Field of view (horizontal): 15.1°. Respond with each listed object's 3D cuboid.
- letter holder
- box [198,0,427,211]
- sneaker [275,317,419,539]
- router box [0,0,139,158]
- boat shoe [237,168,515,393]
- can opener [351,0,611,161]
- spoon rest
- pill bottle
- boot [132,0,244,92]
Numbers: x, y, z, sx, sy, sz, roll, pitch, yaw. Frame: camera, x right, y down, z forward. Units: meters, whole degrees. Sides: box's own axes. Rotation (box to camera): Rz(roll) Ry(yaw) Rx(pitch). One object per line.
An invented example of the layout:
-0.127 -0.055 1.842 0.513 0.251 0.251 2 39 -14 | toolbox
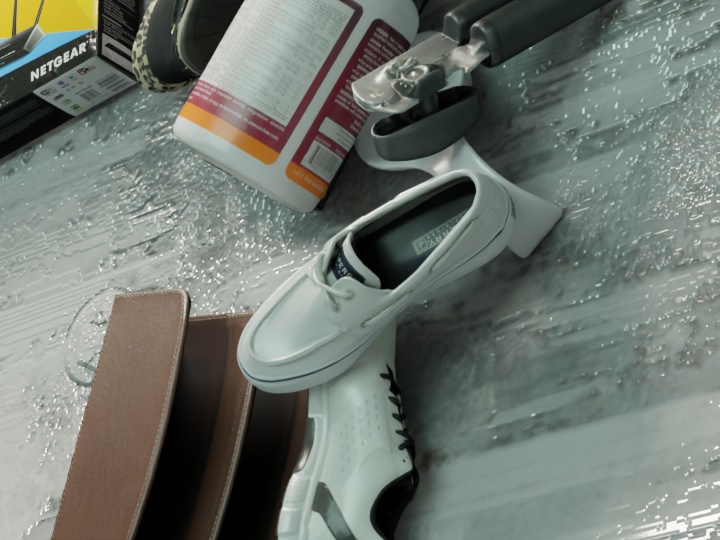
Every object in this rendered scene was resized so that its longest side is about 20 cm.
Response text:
-0.104 0.121 1.752 0.142 0.100 0.201 -6 64 48 | letter holder
-0.026 -0.148 1.880 0.110 0.035 0.200 23 85 47 | box
0.007 0.103 1.701 0.080 0.074 0.201 0 71 25 | sneaker
-0.256 -0.175 2.103 0.200 0.051 0.150 -26 51 32 | router box
0.000 0.000 1.662 0.200 0.065 0.074 -38 64 8 | boat shoe
0.081 -0.135 1.712 0.200 0.067 0.053 -31 35 -25 | can opener
0.054 -0.086 1.751 0.099 0.061 0.200 -51 44 10 | spoon rest
-0.030 -0.148 1.781 0.109 0.109 0.200 28 87 48 | pill bottle
-0.093 -0.219 1.928 0.204 0.073 0.154 -66 17 -14 | boot
